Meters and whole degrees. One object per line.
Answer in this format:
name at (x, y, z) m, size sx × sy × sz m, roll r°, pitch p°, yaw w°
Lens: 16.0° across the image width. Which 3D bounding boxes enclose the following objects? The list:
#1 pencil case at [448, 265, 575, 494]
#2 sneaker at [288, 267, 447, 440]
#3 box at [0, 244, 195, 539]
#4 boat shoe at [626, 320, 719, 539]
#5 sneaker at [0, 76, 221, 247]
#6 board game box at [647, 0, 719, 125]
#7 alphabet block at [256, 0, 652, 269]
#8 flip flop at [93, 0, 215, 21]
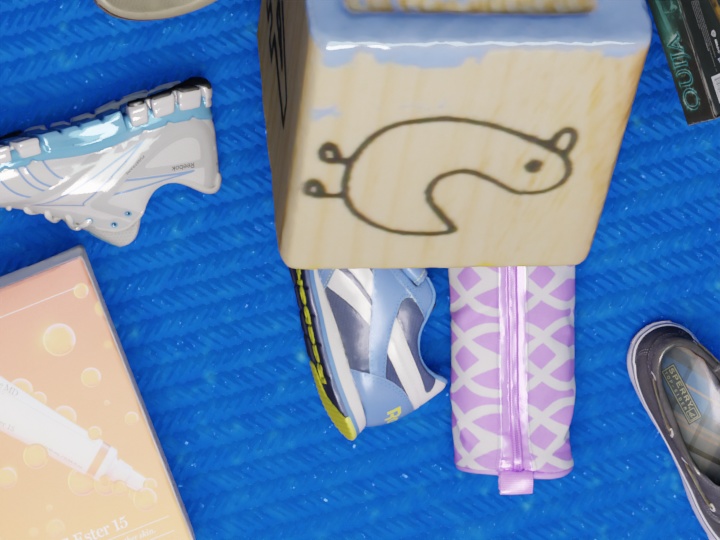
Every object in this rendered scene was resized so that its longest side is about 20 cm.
pencil case at (0.096, 0.032, 1.593) m, size 0.083 × 0.085 × 0.202 m, roll -3°, pitch 96°, yaw -8°
sneaker at (0.000, 0.000, 1.589) m, size 0.082 × 0.074 × 0.202 m, roll -14°, pitch 101°, yaw -10°
box at (-0.190, 0.102, 1.559) m, size 0.124 × 0.097 × 0.201 m, roll -22°, pitch 96°, yaw -5°
boat shoe at (0.238, 0.121, 1.625) m, size 0.070 × 0.066 × 0.201 m, roll -29°, pitch 97°, yaw -3°
sneaker at (-0.177, -0.050, 1.564) m, size 0.199 × 0.075 × 0.087 m, roll -16°, pitch 102°, yaw -5°
board game box at (0.222, -0.205, 1.584) m, size 0.135 × 0.028 × 0.201 m, roll -23°, pitch 98°, yaw -40°
alphabet block at (0.046, -0.136, 1.471) m, size 0.194 × 0.201 × 0.197 m, roll 0°, pitch 53°, yaw -7°
flip flop at (-0.071, -0.202, 1.569) m, size 0.198 × 0.058 × 0.082 m, roll -8°, pitch 95°, yaw -6°
